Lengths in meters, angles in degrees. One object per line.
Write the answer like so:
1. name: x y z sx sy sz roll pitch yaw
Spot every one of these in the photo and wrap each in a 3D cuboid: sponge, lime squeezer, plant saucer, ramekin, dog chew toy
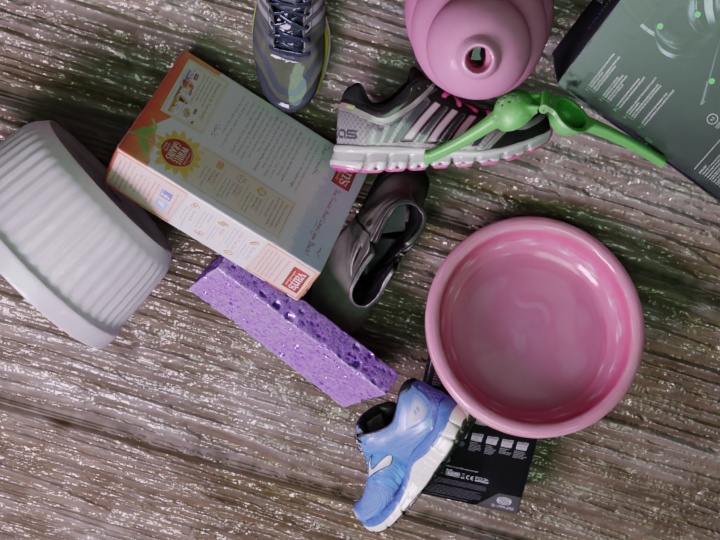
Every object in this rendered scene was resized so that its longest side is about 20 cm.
1. sponge: -0.064 0.058 1.112 0.200 0.030 0.111 39 157 -12
2. lime squeezer: 0.149 -0.111 0.945 0.198 0.038 0.071 1 121 7
3. plant saucer: 0.155 0.053 1.064 0.199 0.051 0.202 1 74 -4
4. ramekin: -0.257 -0.040 1.034 0.105 0.200 0.200 -43 105 0
5. dog chew toy: 0.093 -0.192 0.922 0.123 0.200 0.126 2 116 5

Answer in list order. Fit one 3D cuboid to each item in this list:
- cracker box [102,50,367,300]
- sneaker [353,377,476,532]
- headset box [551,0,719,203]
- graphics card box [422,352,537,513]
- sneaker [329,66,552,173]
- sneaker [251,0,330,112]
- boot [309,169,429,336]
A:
1. cracker box: -0.105 -0.083 1.026 0.199 0.135 0.058 32 142 -8
2. sneaker: 0.035 0.170 1.112 0.089 0.078 0.201 39 131 12
3. headset box: 0.277 -0.185 0.964 0.199 0.093 0.175 32 115 -9
4. graphics card box: 0.118 0.136 1.154 0.124 0.051 0.202 11 115 1
5. sneaker: 0.069 -0.134 1.019 0.198 0.074 0.088 -5 98 -2
6. sneaker: -0.062 -0.228 0.987 0.073 0.081 0.202 4 115 4
7. boot: 0.000 0.000 1.058 0.067 0.131 0.201 25 115 -6
